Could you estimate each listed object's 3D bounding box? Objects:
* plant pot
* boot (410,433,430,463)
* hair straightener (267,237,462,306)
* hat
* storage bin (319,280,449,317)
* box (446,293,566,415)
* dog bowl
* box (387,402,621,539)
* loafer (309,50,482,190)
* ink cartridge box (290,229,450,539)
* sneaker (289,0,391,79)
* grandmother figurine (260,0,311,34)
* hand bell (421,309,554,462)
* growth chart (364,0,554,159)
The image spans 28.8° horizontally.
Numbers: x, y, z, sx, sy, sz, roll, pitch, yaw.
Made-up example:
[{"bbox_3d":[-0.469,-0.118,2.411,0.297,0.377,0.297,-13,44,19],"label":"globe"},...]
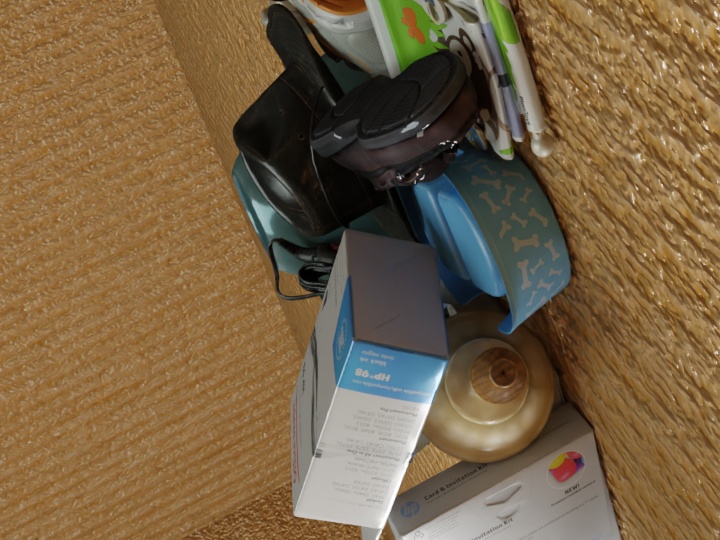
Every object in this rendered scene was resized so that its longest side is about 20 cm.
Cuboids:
[{"bbox_3d":[-0.030,-0.072,1.183,0.202,0.133,0.200,63,172,15],"label":"plant pot"},{"bbox_3d":[0.048,0.112,1.188,0.075,0.097,0.200,53,-166,13],"label":"boot"},{"bbox_3d":[0.000,0.000,1.054,0.198,0.077,0.041,10,126,36],"label":"hair straightener"},{"bbox_3d":[-0.041,-0.083,1.001,0.202,0.080,0.201,58,176,6],"label":"hat"},{"bbox_3d":[0.016,0.022,1.335,0.202,0.093,0.135,62,173,14],"label":"storage bin"},{"bbox_3d":[0.129,0.121,1.092,0.145,0.036,0.202,-125,13,-55],"label":"box"},{"bbox_3d":[0.076,-0.030,0.896,0.113,0.049,0.200,66,172,-14],"label":"dog bowl"},{"bbox_3d":[0.116,0.213,1.021,0.041,0.154,0.202,52,167,54],"label":"box"},{"bbox_3d":[0.030,-0.079,0.815,0.063,0.072,0.200,44,169,-15],"label":"loafer"},{"bbox_3d":[-0.003,0.090,0.949,0.117,0.066,0.202,-95,19,-52],"label":"ink cartridge box"},{"bbox_3d":[-0.021,-0.188,0.979,0.093,0.075,0.201,64,176,-38],"label":"sneaker"},{"bbox_3d":[-0.075,-0.271,1.157,0.201,0.060,0.123,68,-161,-49],"label":"grandmother figurine"},{"bbox_3d":[0.080,0.067,0.872,0.105,0.103,0.200,63,178,7],"label":"hand bell"},{"bbox_3d":[0.049,-0.129,0.804,0.200,0.018,0.146,33,150,62],"label":"growth chart"}]
